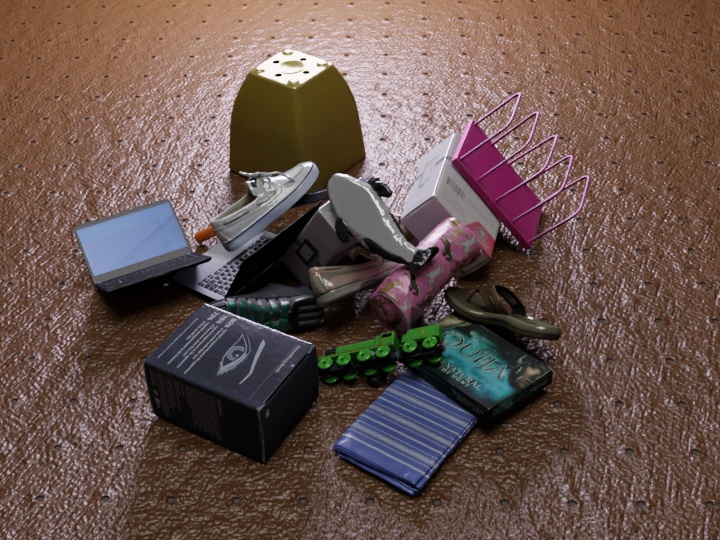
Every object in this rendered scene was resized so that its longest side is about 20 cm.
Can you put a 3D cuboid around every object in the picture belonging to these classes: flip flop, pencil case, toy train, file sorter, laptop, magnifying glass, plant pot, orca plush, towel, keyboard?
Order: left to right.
[{"bbox_3d":[-0.358,-0.043,1.737,0.175,0.105,0.199,-20,11,-20],"label":"laptop"},{"bbox_3d":[-0.186,-0.046,1.715,0.198,0.117,0.187,21,44,34],"label":"laptop"},{"bbox_3d":[-0.191,-0.092,1.795,0.197,0.023,0.080,-22,-1,16],"label":"magnifying glass"},{"bbox_3d":[-0.120,-0.284,1.958,0.194,0.202,0.194,24,45,29],"label":"plant pot"},{"bbox_3d":[-0.036,-0.134,1.779,0.126,0.021,0.199,-12,6,42],"label":"keyboard"},{"bbox_3d":[0.029,0.118,1.534,0.197,0.042,0.057,-12,36,16],"label":"toy train"},{"bbox_3d":[0.034,-0.071,1.597,0.198,0.106,0.071,28,3,21],"label":"orca plush"},{"bbox_3d":[0.072,0.216,1.467,0.143,0.024,0.200,21,42,29],"label":"towel"},{"bbox_3d":[0.097,0.009,1.601,0.200,0.087,0.082,-44,11,-30],"label":"pencil case"},{"bbox_3d":[0.214,0.054,1.598,0.198,0.059,0.080,20,15,40],"label":"flip flop"},{"bbox_3d":[0.271,-0.170,1.763,0.125,0.200,0.140,-32,18,35],"label":"file sorter"}]

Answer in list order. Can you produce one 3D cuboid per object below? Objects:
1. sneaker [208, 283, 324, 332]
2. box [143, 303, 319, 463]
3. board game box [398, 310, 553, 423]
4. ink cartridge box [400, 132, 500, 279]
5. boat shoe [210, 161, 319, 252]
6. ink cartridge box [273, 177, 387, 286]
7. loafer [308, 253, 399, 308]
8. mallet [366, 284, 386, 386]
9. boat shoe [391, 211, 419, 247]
[{"bbox_3d":[-0.159,0.060,1.643,0.197,0.076,0.088,-3,26,-19],"label":"sneaker"},{"bbox_3d":[-0.177,0.153,1.487,0.198,0.106,0.148,20,43,25],"label":"box"},{"bbox_3d":[0.160,0.134,1.537,0.134,0.029,0.199,-25,40,-32],"label":"board game box"},{"bbox_3d":[0.159,-0.109,1.761,0.082,0.146,0.201,-33,21,35],"label":"ink cartridge box"},{"bbox_3d":[-0.159,-0.125,1.691,0.201,0.087,0.074,-41,21,-13],"label":"boat shoe"},{"bbox_3d":[-0.051,-0.050,1.714,0.067,0.200,0.116,47,52,4],"label":"ink cartridge box"},{"bbox_3d":[0.000,0.000,1.661,0.199,0.072,0.064,-22,83,-45],"label":"loafer"},{"bbox_3d":[0.032,0.093,1.611,0.065,0.042,0.201,13,45,16],"label":"mallet"},{"bbox_3d":[0.025,-0.071,1.801,0.073,0.063,0.199,-37,41,-18],"label":"boat shoe"}]
